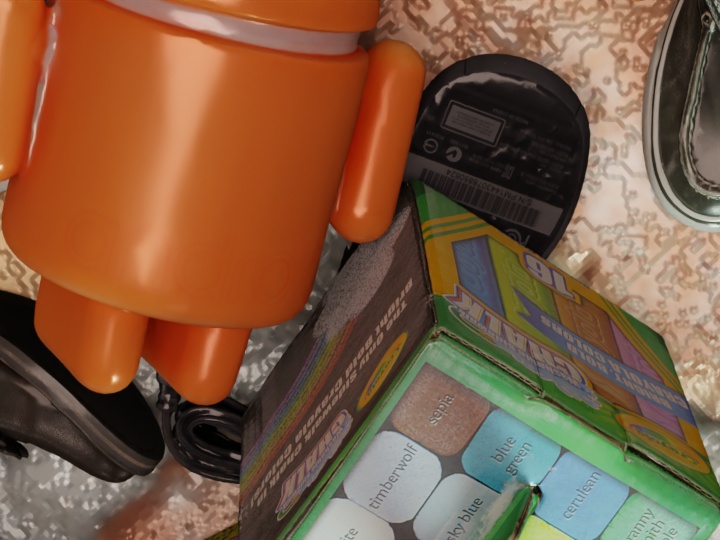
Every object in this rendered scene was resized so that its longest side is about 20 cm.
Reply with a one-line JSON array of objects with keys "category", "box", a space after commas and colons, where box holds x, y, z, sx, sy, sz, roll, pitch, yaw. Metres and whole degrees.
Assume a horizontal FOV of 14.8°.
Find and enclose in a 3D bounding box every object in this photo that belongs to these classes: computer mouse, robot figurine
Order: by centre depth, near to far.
[{"category": "robot figurine", "box": [-0.057, -0.057, 0.965, 0.143, 0.117, 0.201, 16, 103, 10]}, {"category": "computer mouse", "box": [0.000, 0.000, 1.059, 0.139, 0.046, 0.201, 15, 108, -5]}]

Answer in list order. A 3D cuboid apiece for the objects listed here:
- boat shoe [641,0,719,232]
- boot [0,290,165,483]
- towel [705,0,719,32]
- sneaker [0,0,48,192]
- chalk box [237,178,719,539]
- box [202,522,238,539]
[{"category": "boat shoe", "box": [0.156, -0.108, 1.022, 0.070, 0.064, 0.201, 20, 98, 2]}, {"category": "boot", "box": [-0.192, 0.081, 1.082, 0.199, 0.069, 0.175, 30, 102, 8]}, {"category": "towel", "box": [0.207, -0.136, 0.977, 0.199, 0.035, 0.193, -31, 109, -13]}, {"category": "sneaker", "box": [-0.209, -0.082, 1.034, 0.199, 0.081, 0.147, -20, 62, -8]}, {"category": "chalk box", "box": [0.039, 0.077, 0.955, 0.123, 0.200, 0.125, 32, 107, -14]}, {"category": "box", "box": [-0.099, 0.185, 1.012, 0.175, 0.200, 0.097, -27, 93, 8]}]
